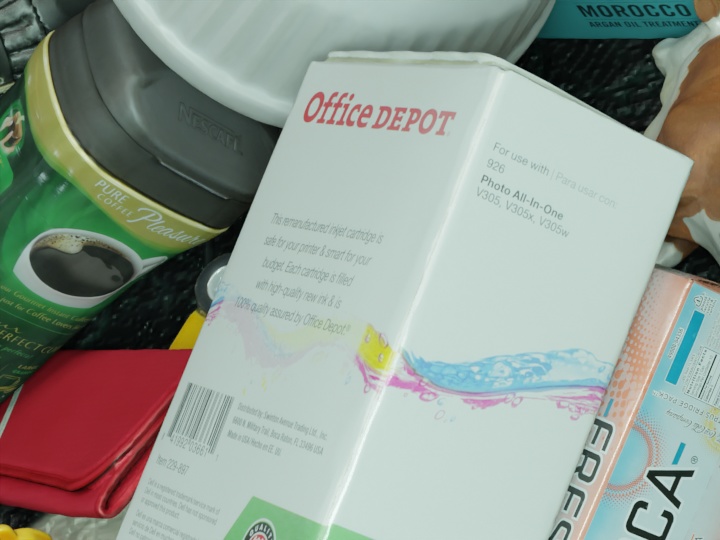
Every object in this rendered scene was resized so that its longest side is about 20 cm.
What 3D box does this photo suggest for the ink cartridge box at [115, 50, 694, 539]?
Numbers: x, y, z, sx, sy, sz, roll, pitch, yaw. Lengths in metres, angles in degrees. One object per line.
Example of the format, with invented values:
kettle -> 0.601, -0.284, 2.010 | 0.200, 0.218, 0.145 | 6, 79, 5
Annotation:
ink cartridge box -> 0.010, 0.033, 0.878 | 0.145, 0.087, 0.200 | 11, 80, 64

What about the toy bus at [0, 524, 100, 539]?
toy bus -> -0.094, 0.162, 0.983 | 0.192, 0.136, 0.200 | -24, 53, -1

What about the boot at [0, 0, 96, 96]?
boot -> -0.147, -0.115, 1.073 | 0.158, 0.211, 0.079 | -5, 47, -25

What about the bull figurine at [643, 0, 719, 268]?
bull figurine -> 0.146, -0.017, 0.982 | 0.121, 0.065, 0.200 | -41, 53, 5

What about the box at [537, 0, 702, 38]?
box -> 0.112, -0.141, 1.073 | 0.200, 0.049, 0.082 | 3, 68, 29

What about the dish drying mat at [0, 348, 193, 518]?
dish drying mat -> -0.112, 0.061, 1.033 | 0.077, 0.018, 0.200 | -52, 17, -16

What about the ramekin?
ramekin -> 0.000, -0.158, 0.984 | 0.202, 0.094, 0.202 | 5, 73, -17

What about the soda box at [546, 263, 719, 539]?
soda box -> 0.076, 0.096, 0.875 | 0.068, 0.064, 0.200 | 21, 87, 61

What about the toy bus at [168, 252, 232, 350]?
toy bus -> 0.000, 0.000, 1.048 | 0.078, 0.065, 0.200 | 35, 84, 36

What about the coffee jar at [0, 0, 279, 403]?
coffee jar -> -0.130, -0.023, 1.061 | 0.200, 0.104, 0.085 | -36, 49, 24
